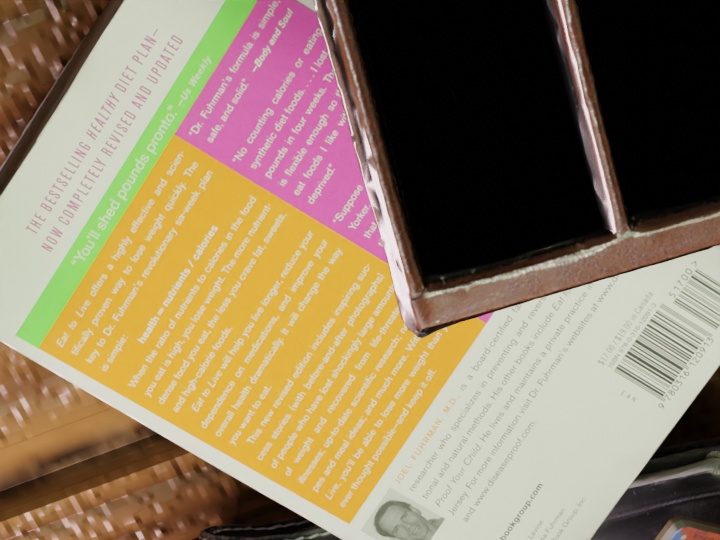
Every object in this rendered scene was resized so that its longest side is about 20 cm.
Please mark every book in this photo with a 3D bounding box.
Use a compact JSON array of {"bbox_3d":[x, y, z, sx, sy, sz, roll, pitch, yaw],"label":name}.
[{"bbox_3d":[0.000,0.000,0.761,0.199,0.048,0.134,32,105,-13],"label":"book"}]

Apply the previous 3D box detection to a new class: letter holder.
[{"bbox_3d":[0.028,-0.111,0.620,0.100,0.200,0.143,-16,127,3],"label":"letter holder"}]

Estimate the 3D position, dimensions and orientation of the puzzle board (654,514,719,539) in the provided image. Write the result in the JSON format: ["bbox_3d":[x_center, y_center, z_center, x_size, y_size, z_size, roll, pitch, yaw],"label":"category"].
[{"bbox_3d":[0.130,0.155,0.853,0.199,0.017,0.151,17,118,-36],"label":"puzzle board"}]

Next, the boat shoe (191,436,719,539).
[{"bbox_3d":[0.033,0.078,0.848,0.199,0.072,0.068,-3,94,10],"label":"boat shoe"}]
